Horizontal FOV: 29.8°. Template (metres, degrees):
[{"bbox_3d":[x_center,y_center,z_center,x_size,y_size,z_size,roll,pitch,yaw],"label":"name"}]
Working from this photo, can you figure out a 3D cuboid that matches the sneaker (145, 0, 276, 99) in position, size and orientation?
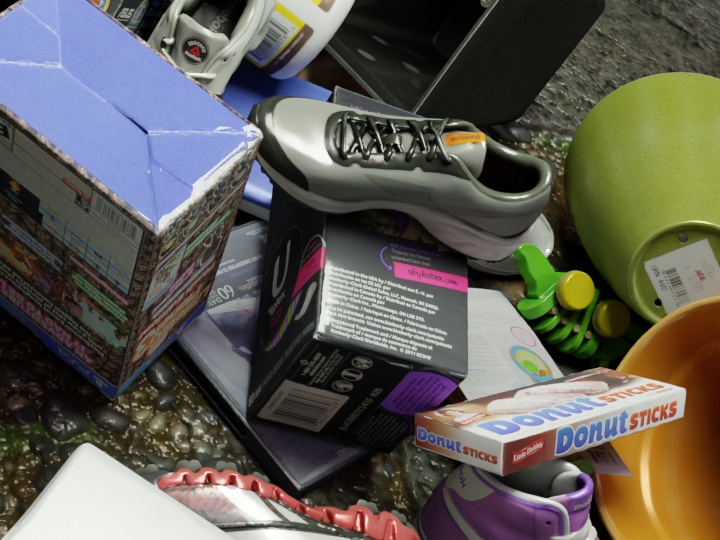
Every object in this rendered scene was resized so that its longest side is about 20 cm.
[{"bbox_3d":[-0.123,-0.133,0.913,0.074,0.089,0.200,27,82,-1],"label":"sneaker"}]

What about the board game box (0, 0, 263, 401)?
[{"bbox_3d":[-0.166,-0.044,0.819,0.159,0.200,0.097,38,55,7],"label":"board game box"}]

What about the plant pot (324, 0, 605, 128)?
[{"bbox_3d":[0.087,-0.235,1.151,0.177,0.200,0.200,15,28,-53],"label":"plant pot"}]

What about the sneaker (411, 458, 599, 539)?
[{"bbox_3d":[0.137,0.189,0.856,0.200,0.114,0.073,33,38,-1],"label":"sneaker"}]

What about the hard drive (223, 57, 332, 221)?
[{"bbox_3d":[-0.085,-0.107,1.046,0.200,0.025,0.132,23,53,1],"label":"hard drive"}]

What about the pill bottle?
[{"bbox_3d":[-0.105,-0.242,1.017,0.200,0.109,0.109,36,37,-19],"label":"pill bottle"}]

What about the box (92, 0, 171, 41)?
[{"bbox_3d":[-0.230,-0.234,1.037,0.160,0.044,0.200,31,10,0],"label":"box"}]

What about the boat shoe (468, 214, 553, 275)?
[{"bbox_3d":[0.099,-0.047,1.059,0.200,0.068,0.072,33,74,-41],"label":"boat shoe"}]

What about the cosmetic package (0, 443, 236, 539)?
[{"bbox_3d":[-0.109,0.225,0.620,0.200,0.165,0.165,33,39,1],"label":"cosmetic package"}]

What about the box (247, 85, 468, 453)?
[{"bbox_3d":[0.000,0.000,0.903,0.106,0.122,0.200,17,52,-18],"label":"box"}]

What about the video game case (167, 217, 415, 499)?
[{"bbox_3d":[-0.058,0.054,0.944,0.143,0.019,0.200,-23,63,-44],"label":"video game case"}]

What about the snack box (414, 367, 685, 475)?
[{"bbox_3d":[0.127,0.095,0.882,0.072,0.024,0.200,14,15,43],"label":"snack box"}]

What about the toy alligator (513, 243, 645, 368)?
[{"bbox_3d":[0.185,0.050,1.078,0.200,0.059,0.054,36,77,-24],"label":"toy alligator"}]

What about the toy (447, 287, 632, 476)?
[{"bbox_3d":[0.098,0.086,0.980,0.115,0.047,0.200,9,31,-37],"label":"toy"}]

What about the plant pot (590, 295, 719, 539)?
[{"bbox_3d":[0.299,0.141,0.964,0.183,0.200,0.201,24,38,-34],"label":"plant pot"}]

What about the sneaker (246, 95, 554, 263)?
[{"bbox_3d":[0.027,-0.071,0.833,0.200,0.079,0.074,15,55,-18],"label":"sneaker"}]

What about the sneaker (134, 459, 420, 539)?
[{"bbox_3d":[-0.054,0.172,0.782,0.200,0.071,0.098,18,39,-19],"label":"sneaker"}]

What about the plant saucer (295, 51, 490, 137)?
[{"bbox_3d":[0.023,-0.106,1.145,0.200,0.037,0.201,18,41,-17],"label":"plant saucer"}]

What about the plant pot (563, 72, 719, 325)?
[{"bbox_3d":[0.254,-0.035,1.071,0.187,0.187,0.200,27,27,-5],"label":"plant pot"}]
